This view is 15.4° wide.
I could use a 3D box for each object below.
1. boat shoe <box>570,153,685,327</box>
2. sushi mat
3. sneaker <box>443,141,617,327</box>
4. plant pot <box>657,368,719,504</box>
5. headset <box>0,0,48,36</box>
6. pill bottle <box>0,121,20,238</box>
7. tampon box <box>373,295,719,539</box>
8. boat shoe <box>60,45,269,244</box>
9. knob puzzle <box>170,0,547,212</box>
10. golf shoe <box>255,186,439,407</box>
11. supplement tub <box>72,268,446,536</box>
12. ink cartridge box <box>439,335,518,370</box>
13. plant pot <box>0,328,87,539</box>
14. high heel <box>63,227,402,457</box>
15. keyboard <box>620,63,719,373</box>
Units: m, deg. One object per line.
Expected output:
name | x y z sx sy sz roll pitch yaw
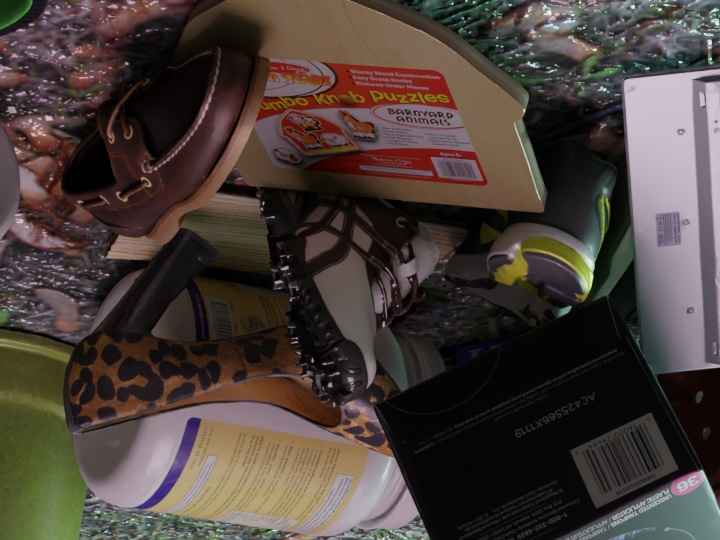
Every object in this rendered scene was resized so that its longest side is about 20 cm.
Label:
boat shoe | 0.157 0.000 1.556 0.060 0.072 0.201 9 150 -12
sushi mat | -0.044 -0.018 1.576 0.199 0.012 0.096 7 152 -17
sneaker | 0.106 -0.020 1.513 0.074 0.085 0.200 28 171 -7
plant pot | 0.293 0.110 1.674 0.195 0.202 0.201 23 146 -25
headset | -0.221 -0.132 1.242 0.123 0.095 0.200 -9 164 14
pill bottle | -0.279 -0.022 1.440 0.112 0.113 0.200 18 148 -34
tampon box | 0.120 0.140 1.495 0.149 0.127 0.200 -26 143 3
boat shoe | -0.106 -0.066 1.387 0.070 0.071 0.200 22 153 -13
knob puzzle | -0.006 -0.101 1.374 0.218 0.031 0.220 14 154 7
golf shoe | 0.000 0.000 1.443 0.094 0.200 0.078 -8 122 -5
supplement tub | -0.060 0.084 1.629 0.199 0.146 0.145 12 151 -27
ink cartridge box | 0.061 0.101 1.731 0.199 0.095 0.044 -11 152 20
plant pot | -0.257 0.161 1.733 0.199 0.185 0.201 -1 155 -1
high heel | -0.065 0.084 1.495 0.200 0.143 0.071 36 147 -1
keyboard | 0.177 -0.024 1.465 0.056 0.011 0.201 -3 125 8
